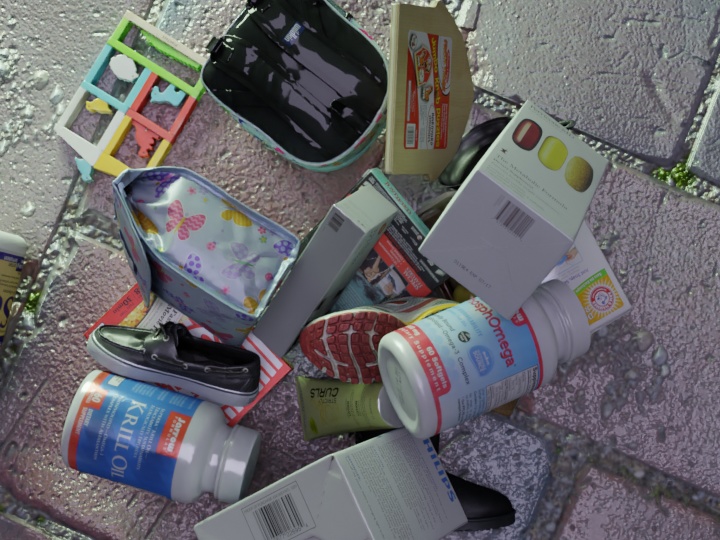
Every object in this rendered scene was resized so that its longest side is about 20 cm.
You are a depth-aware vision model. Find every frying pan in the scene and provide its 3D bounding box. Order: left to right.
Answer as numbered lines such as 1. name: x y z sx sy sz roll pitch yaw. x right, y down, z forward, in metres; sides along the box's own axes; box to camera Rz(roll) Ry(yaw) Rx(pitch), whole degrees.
1. frying pan: 0.168 -0.147 1.202 0.189 0.116 0.031 -24 121 29

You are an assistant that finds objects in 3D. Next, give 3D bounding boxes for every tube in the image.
1. tube: -0.017 0.152 1.167 0.052 0.199 0.058 39 63 -23

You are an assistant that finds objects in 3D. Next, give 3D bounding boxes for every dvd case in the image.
1. dvd case: 0.000 0.000 1.192 0.146 0.022 0.200 49 123 4

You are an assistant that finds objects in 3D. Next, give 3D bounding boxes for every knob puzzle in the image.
1. knob puzzle: 0.075 -0.202 1.189 0.030 0.219 0.223 6 86 30

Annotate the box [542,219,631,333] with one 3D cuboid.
1. box: 0.206 -0.016 1.202 0.101 0.113 0.202 -28 86 -7

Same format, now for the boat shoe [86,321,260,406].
1. boat shoe: -0.202 0.089 1.159 0.198 0.070 0.067 20 116 5

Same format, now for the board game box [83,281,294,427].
1. board game box: -0.198 0.095 1.230 0.151 0.046 0.200 -44 87 -2

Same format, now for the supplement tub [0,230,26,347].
1. supplement tub: -0.470 0.043 1.185 0.143 0.145 0.203 14 87 1

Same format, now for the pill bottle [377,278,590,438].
1. pill bottle: 0.125 0.082 1.049 0.198 0.109 0.110 -22 86 -16

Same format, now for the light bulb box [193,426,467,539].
1. light bulb box: -0.026 0.264 1.093 0.197 0.199 0.126 -31 78 25

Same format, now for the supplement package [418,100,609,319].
1. supplement package: 0.156 -0.066 1.038 0.113 0.200 0.110 36 125 1

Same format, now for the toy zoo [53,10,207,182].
1. toy zoo: -0.276 -0.192 1.262 0.130 0.020 0.201 30 87 2

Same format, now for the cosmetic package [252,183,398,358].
1. cosmetic package: -0.039 0.003 1.154 0.051 0.082 0.201 39 124 7

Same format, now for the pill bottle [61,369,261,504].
1. pill bottle: -0.213 0.187 1.146 0.197 0.112 0.114 15 86 4

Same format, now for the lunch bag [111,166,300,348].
1. lunch bag: -0.182 -0.018 1.130 0.199 0.170 0.128 35 70 -4

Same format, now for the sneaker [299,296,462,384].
1. sneaker: 0.030 0.070 1.116 0.197 0.082 0.079 -3 102 -19

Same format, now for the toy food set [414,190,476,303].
1. toy food set: 0.111 0.021 1.181 0.060 0.143 0.202 -26 87 -32

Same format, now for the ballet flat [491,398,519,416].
1. ballet flat: 0.081 0.126 1.151 0.197 0.068 0.073 5 109 16

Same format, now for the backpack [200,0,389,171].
1. backpack: -0.059 -0.212 1.197 0.199 0.151 0.178 38 93 10

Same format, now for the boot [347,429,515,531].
1. boot: 0.081 0.212 1.211 0.195 0.073 0.165 0 87 4
